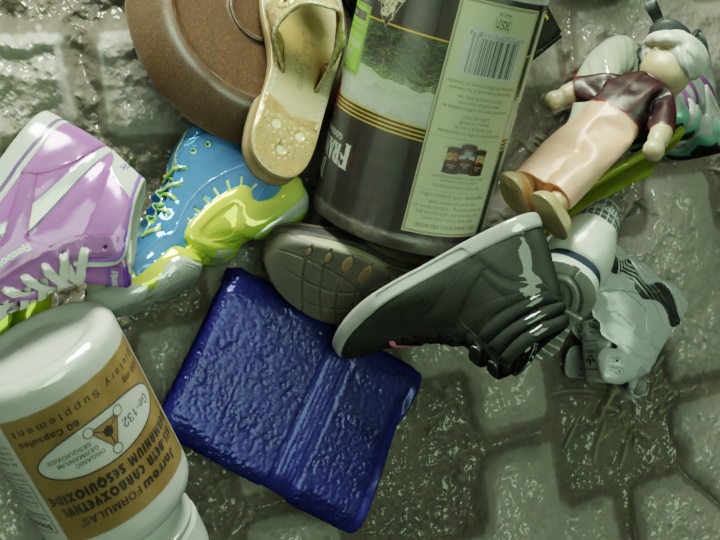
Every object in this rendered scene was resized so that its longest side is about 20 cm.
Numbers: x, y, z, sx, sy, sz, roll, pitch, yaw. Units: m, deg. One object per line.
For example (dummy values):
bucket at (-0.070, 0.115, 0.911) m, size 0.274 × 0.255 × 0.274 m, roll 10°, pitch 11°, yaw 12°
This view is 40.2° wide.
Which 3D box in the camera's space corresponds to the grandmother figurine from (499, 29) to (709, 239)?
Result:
grandmother figurine at (0.195, -0.117, 0.766) m, size 0.200 × 0.121 × 0.061 m, roll -42°, pitch 147°, yaw -12°

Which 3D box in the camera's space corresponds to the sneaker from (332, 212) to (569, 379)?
sneaker at (0.067, 0.047, 0.738) m, size 0.070 × 0.198 × 0.101 m, roll -1°, pitch 63°, yaw -60°

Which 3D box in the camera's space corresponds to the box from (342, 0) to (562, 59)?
box at (0.069, -0.249, 0.868) m, size 0.159 × 0.049 × 0.202 m, roll -38°, pitch 104°, yaw -22°

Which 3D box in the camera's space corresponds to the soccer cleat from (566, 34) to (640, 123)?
soccer cleat at (0.221, -0.137, 0.916) m, size 0.069 × 0.077 × 0.202 m, roll 37°, pitch 74°, yaw -19°

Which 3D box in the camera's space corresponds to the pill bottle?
pill bottle at (-0.185, 0.134, 0.691) m, size 0.113 × 0.114 × 0.203 m, roll -32°, pitch 117°, yaw -22°

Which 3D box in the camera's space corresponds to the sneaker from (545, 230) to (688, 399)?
sneaker at (0.211, 0.036, 0.909) m, size 0.198 × 0.075 × 0.117 m, roll 29°, pitch 77°, yaw -21°

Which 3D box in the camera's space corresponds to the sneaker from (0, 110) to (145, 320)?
sneaker at (-0.218, 0.002, 0.655) m, size 0.113 × 0.073 × 0.202 m, roll 32°, pitch 78°, yaw -1°

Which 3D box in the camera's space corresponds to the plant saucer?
plant saucer at (-0.086, -0.199, 0.775) m, size 0.197 × 0.034 × 0.204 m, roll 11°, pitch 69°, yaw -30°

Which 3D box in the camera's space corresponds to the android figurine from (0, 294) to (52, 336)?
android figurine at (-0.310, 0.023, 0.691) m, size 0.179 × 0.041 × 0.204 m, roll 3°, pitch 88°, yaw -24°

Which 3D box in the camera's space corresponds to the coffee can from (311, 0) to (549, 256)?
coffee can at (0.052, -0.133, 0.764) m, size 0.144 × 0.147 × 0.203 m, roll 5°, pitch 112°, yaw -24°

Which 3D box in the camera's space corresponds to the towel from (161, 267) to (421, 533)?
towel at (-0.057, 0.106, 0.803) m, size 0.198 × 0.049 × 0.150 m, roll 32°, pitch 73°, yaw -22°

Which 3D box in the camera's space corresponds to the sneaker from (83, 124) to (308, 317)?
sneaker at (-0.140, -0.045, 0.761) m, size 0.198 × 0.076 × 0.106 m, roll -30°, pitch 89°, yaw -29°

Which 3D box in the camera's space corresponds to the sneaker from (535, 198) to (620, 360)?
sneaker at (0.157, 0.012, 0.823) m, size 0.076 × 0.200 × 0.081 m, roll 32°, pitch 64°, yaw -4°

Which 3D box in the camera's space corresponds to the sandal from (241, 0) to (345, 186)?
sandal at (-0.036, -0.170, 0.736) m, size 0.077 × 0.069 × 0.216 m, roll 20°, pitch 66°, yaw -27°

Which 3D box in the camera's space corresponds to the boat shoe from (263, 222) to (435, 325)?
boat shoe at (0.000, 0.000, 0.813) m, size 0.198 × 0.074 × 0.075 m, roll 21°, pitch 123°, yaw -37°

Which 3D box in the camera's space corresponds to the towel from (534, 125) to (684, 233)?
towel at (0.181, -0.055, 0.826) m, size 0.198 × 0.086 × 0.018 m, roll -30°, pitch 81°, yaw -13°

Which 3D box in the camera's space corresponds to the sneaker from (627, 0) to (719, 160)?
sneaker at (0.272, -0.181, 0.893) m, size 0.199 × 0.077 × 0.143 m, roll 3°, pitch 79°, yaw -58°
